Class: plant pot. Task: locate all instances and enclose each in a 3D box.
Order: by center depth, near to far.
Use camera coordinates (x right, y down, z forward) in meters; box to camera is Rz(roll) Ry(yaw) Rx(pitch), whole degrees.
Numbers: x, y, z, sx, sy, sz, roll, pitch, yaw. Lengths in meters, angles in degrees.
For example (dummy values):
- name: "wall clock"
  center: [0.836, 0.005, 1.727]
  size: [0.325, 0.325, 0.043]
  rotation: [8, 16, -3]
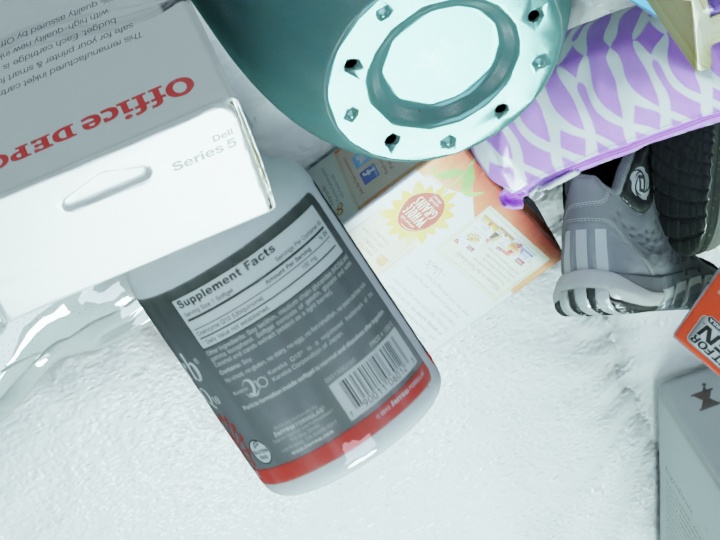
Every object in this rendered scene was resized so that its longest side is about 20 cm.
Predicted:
- name: "plant pot"
  center: [0.016, -0.152, 1.352]
  size: [0.200, 0.161, 0.201]
  rotation: [-14, 136, -14]

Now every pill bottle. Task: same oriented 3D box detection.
- name: "pill bottle"
  center: [-0.054, 0.011, 1.455]
  size: [0.116, 0.116, 0.200]
  rotation: [-32, 101, 6]

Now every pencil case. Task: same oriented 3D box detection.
- name: "pencil case"
  center: [0.145, -0.098, 1.471]
  size: [0.200, 0.086, 0.084]
  rotation: [-20, 159, 40]

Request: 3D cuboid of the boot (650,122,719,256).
- name: "boot"
  center: [0.241, -0.105, 1.537]
  size: [0.130, 0.068, 0.200]
  rotation: [-1, 105, -23]

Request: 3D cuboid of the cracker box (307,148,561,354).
- name: "cracker box"
  center: [0.000, 0.000, 1.571]
  size: [0.200, 0.058, 0.134]
  rotation: [-36, 136, 9]

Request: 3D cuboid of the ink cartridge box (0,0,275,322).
- name: "ink cartridge box"
  center: [-0.145, -0.090, 1.303]
  size: [0.145, 0.200, 0.084]
  rotation: [-23, 138, -3]

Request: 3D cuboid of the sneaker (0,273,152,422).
- name: "sneaker"
  center: [-0.205, 0.026, 1.498]
  size: [0.200, 0.075, 0.089]
  rotation: [-34, 125, 0]

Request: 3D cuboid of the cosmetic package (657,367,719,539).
- name: "cosmetic package"
  center: [0.306, 0.168, 1.809]
  size: [0.165, 0.165, 0.200]
  rotation: [-19, 137, -10]

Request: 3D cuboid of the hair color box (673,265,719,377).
- name: "hair color box"
  center: [0.273, -0.028, 1.560]
  size: [0.101, 0.061, 0.200]
  rotation: [-20, 148, -56]

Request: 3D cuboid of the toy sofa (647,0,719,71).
- name: "toy sofa"
  center: [0.228, -0.186, 1.309]
  size: [0.200, 0.083, 0.098]
  rotation: [-21, 140, -7]

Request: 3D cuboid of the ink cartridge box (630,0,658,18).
- name: "ink cartridge box"
  center: [0.189, -0.238, 1.385]
  size: [0.067, 0.116, 0.200]
  rotation: [25, 118, -41]

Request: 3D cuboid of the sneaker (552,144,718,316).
- name: "sneaker"
  center: [0.171, -0.033, 1.615]
  size: [0.075, 0.116, 0.200]
  rotation: [-3, 180, 23]
